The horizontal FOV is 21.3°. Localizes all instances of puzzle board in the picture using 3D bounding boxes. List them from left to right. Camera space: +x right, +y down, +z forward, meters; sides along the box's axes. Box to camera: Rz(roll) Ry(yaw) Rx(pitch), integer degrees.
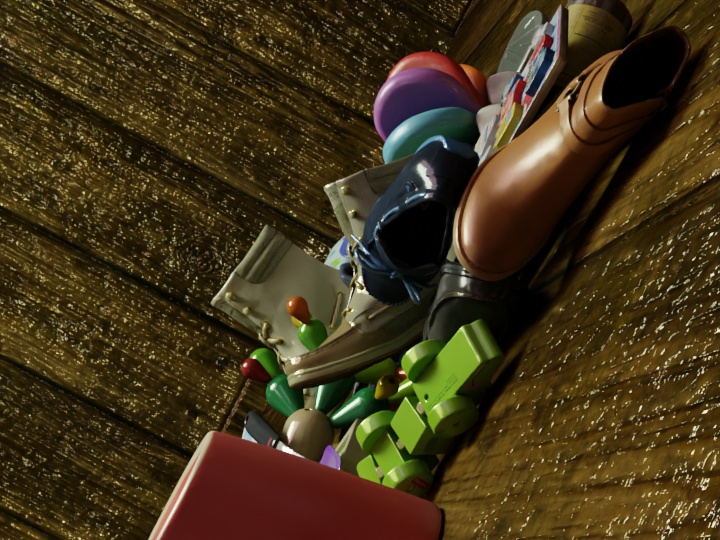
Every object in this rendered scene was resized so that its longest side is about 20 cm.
[{"bbox_3d":[0.124,-0.131,1.547,0.151,0.017,0.200,-60,3,20],"label":"puzzle board"}]

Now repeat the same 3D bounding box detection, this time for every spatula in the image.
[{"bbox_3d":[-0.059,0.154,1.606,0.200,0.021,0.057,31,103,59],"label":"spatula"}]

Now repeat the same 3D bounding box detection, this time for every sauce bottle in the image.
[{"bbox_3d":[0.171,-0.147,1.637,0.200,0.065,0.065,-63,5,-22],"label":"sauce bottle"}]

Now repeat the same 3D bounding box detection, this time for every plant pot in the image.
[{"bbox_3d":[-0.064,0.218,1.382,0.201,0.177,0.200,-62,4,7],"label":"plant pot"}]

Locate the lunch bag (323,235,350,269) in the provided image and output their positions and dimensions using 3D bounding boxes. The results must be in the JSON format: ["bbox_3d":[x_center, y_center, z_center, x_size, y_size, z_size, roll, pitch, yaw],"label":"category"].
[{"bbox_3d":[0.037,-0.009,2.039,0.200,0.127,0.170,-43,12,34],"label":"lunch bag"}]

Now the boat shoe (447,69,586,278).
[{"bbox_3d":[0.143,-0.069,1.533,0.074,0.063,0.202,-26,-29,-58],"label":"boat shoe"}]

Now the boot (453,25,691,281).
[{"bbox_3d":[0.154,-0.085,1.368,0.200,0.077,0.155,-44,2,-20],"label":"boot"}]

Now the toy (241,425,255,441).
[{"bbox_3d":[-0.101,0.225,1.644,0.200,0.047,0.115,-129,50,-58],"label":"toy"}]

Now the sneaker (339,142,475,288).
[{"bbox_3d":[0.044,-0.036,1.710,0.200,0.081,0.074,-60,8,32],"label":"sneaker"}]

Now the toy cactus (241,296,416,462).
[{"bbox_3d":[-0.030,0.111,1.692,0.165,0.200,0.102,-62,-28,-30],"label":"toy cactus"}]

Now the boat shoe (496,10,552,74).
[{"bbox_3d":[0.161,-0.162,1.944,0.202,0.065,0.074,-67,23,11],"label":"boat shoe"}]

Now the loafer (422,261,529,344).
[{"bbox_3d":[0.085,0.043,1.492,0.200,0.073,0.072,95,-167,-77],"label":"loafer"}]

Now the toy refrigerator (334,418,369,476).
[{"bbox_3d":[-0.025,0.217,1.640,0.200,0.070,0.076,-58,6,46],"label":"toy refrigerator"}]

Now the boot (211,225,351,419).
[{"bbox_3d":[-0.076,0.073,1.818,0.200,0.154,0.072,-62,4,-15],"label":"boot"}]

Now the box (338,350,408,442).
[{"bbox_3d":[0.055,0.055,1.841,0.199,0.050,0.200,-58,7,26],"label":"box"}]

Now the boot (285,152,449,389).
[{"bbox_3d":[0.000,0.000,1.622,0.200,0.155,0.072,-27,-1,-14],"label":"boot"}]

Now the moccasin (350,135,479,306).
[{"bbox_3d":[0.034,-0.027,1.495,0.200,0.080,0.068,107,-178,-54],"label":"moccasin"}]

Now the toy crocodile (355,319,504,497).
[{"bbox_3d":[0.053,0.115,1.466,0.200,0.062,0.068,-58,47,34],"label":"toy crocodile"}]

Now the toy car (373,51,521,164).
[{"bbox_3d":[0.078,-0.132,1.809,0.175,0.150,0.200,-31,18,23],"label":"toy car"}]
